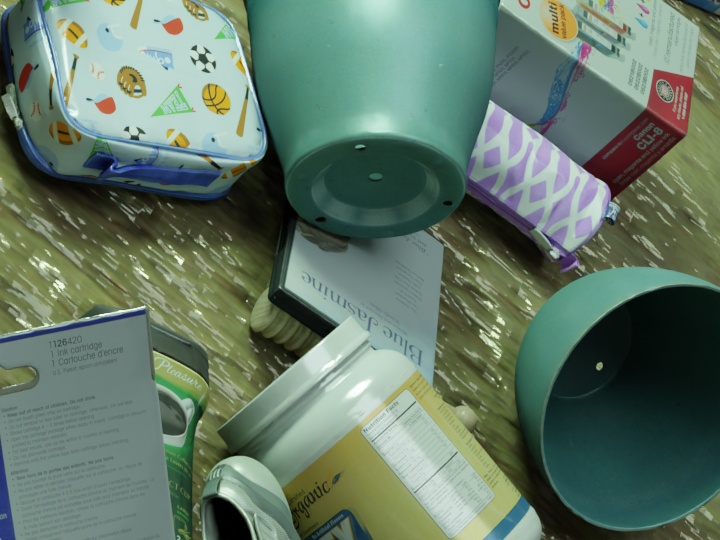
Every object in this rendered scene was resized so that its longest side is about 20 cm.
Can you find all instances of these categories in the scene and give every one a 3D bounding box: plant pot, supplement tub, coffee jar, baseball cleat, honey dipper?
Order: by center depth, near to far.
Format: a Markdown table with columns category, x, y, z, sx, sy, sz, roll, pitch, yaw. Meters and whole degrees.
| category | x | y | z | sx | sy | sz | roll | pitch | yaw |
| --- | --- | --- | --- | --- | --- | --- | --- | --- | --- |
| coffee jar | -0.154 | 0.123 | 1.554 | 0.104 | 0.085 | 0.201 | 27 | 46 | -27 |
| baseball cleat | -0.051 | 0.220 | 1.557 | 0.201 | 0.069 | 0.106 | 57 | 19 | -9 |
| supplement tub | 0.011 | 0.147 | 1.640 | 0.200 | 0.145 | 0.145 | 50 | 41 | 1 |
| honey dipper | 0.009 | 0.071 | 1.778 | 0.199 | 0.038 | 0.038 | 29 | 44 | -24 |
| plant pot | 0.010 | -0.135 | 1.793 | 0.199 | 0.200 | 0.189 | 20 | 53 | -30 |
| plant pot | 0.196 | 0.080 | 1.847 | 0.199 | 0.201 | 0.135 | 20 | 11 | -30 |

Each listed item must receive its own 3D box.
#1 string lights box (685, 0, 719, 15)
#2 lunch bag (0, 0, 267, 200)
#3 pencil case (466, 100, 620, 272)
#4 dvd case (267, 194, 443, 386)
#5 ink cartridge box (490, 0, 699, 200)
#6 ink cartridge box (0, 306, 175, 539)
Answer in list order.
| category | x | y | z | sx | sy | sz | roll | pitch | yaw |
| --- | --- | --- | --- | --- | --- | --- | --- | --- | --- |
| string lights box | 0.313 | -0.315 | 2.288 | 0.199 | 0.103 | 0.059 | 17 | 49 | -32 |
| lunch bag | -0.167 | -0.129 | 1.744 | 0.199 | 0.075 | 0.161 | 6 | 59 | -40 |
| pencil case | 0.109 | -0.081 | 1.952 | 0.199 | 0.084 | 0.086 | 34 | 63 | -16 |
| dvd case | 0.000 | 0.000 | 1.804 | 0.142 | 0.018 | 0.201 | 35 | 30 | -17 |
| ink cartridge box | 0.159 | -0.174 | 2.013 | 0.199 | 0.145 | 0.146 | 32 | 44 | -18 |
| ink cartridge box | -0.208 | 0.132 | 1.405 | 0.196 | 0.047 | 0.202 | -11 | 103 | -20 |
